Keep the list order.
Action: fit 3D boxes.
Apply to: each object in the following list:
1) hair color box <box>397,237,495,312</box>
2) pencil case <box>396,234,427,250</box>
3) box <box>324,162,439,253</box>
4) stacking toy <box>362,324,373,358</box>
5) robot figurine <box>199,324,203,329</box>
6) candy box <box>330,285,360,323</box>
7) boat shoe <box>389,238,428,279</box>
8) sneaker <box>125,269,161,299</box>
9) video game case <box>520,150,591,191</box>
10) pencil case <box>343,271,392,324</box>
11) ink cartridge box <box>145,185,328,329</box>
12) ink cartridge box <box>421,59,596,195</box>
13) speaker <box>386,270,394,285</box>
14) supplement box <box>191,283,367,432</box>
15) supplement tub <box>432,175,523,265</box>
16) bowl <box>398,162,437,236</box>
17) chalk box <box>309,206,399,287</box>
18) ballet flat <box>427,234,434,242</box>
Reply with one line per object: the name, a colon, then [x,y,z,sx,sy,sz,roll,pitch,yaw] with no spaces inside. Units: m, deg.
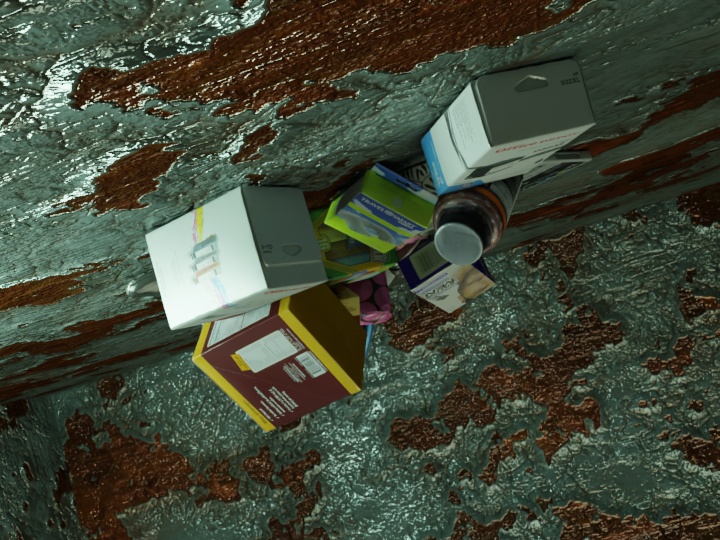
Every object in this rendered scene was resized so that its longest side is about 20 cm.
hair color box: [0.157,0.006,1.432,0.108,0.066,0.199,-33,156,16]
pencil case: [0.136,-0.100,1.528,0.196,0.088,0.083,-15,-179,9]
box: [0.031,-0.091,1.254,0.120,0.048,0.200,26,161,-13]
stacking toy: [-0.080,0.116,1.565,0.198,0.112,0.115,25,164,-35]
robot figurine: [-0.234,0.029,1.421,0.197,0.127,0.150,5,160,-27]
candy box: [-0.088,0.054,1.480,0.115,0.058,0.200,-8,-162,-20]
boat shoe: [0.127,-0.065,1.605,0.200,0.067,0.057,-43,135,-12]
sneaker: [-0.327,0.029,1.481,0.197,0.081,0.075,-12,173,-22]
video game case: [0.320,-0.185,1.566,0.180,0.024,0.199,-10,170,-44]
pencil case: [0.000,0.000,1.530,0.092,0.204,0.091,-11,164,10]
ink cartridge box: [-0.174,-0.019,1.149,0.198,0.147,0.144,-20,173,32]
ink cartridge box: [0.177,-0.173,1.008,0.143,0.085,0.200,-14,173,-14]
speaker: [0.037,-0.008,1.639,0.201,0.081,0.081,-54,-178,-13]
supplement box: [-0.125,0.122,1.306,0.198,0.198,0.134,-26,-149,24]
supplement tub: [0.165,-0.096,1.156,0.106,0.107,0.201,-21,-154,38]
bowl: [0.127,-0.115,1.337,0.197,0.096,0.201,-16,175,-2]
chalk box: [-0.017,-0.046,1.416,0.197,0.126,0.124,-13,172,-25]
ballet flat: [0.162,-0.037,1.483,0.062,0.070,0.200,1,161,12]
